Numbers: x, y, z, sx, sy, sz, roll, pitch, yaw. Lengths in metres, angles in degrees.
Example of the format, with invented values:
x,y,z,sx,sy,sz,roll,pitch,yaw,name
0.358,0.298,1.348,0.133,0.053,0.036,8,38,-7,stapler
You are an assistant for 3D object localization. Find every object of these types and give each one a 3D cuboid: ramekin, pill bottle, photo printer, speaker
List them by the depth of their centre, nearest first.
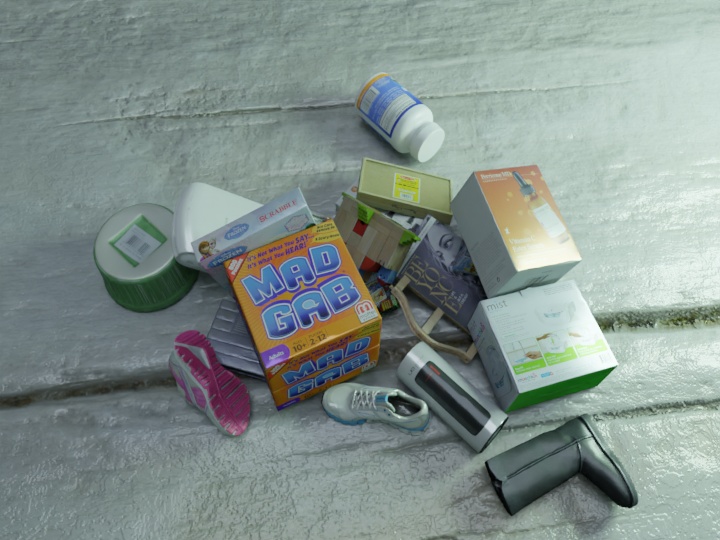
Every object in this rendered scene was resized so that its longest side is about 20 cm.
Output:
x,y,z,sx,sy,sz,roll,pitch,yaw,name
0.155,0.216,1.142,0.081,0.082,0.199,-41,67,-19,speaker
-0.263,-0.071,1.266,0.197,0.069,0.170,19,57,-30,photo printer
-0.419,-0.032,1.288,0.194,0.098,0.204,-1,60,1,ramekin
0.087,-0.328,1.431,0.111,0.113,0.200,-37,66,-18,pill bottle

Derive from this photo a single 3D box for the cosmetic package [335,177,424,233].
x,y,z,sx,sy,sz,roll,pitch,yaw,name
0.049,-0.102,1.340,0.198,0.051,0.083,34,66,19,cosmetic package

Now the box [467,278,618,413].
x,y,z,sx,sy,sz,roll,pitch,yaw,name
0.315,0.128,1.160,0.195,0.097,0.179,-12,60,-15,box

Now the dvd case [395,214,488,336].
x,y,z,sx,sy,sz,roll,pitch,yaw,name
0.170,0.006,1.265,0.198,0.016,0.150,37,66,3,dvd case

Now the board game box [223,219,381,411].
x,y,z,sx,sy,sz,roll,pitch,yaw,name
-0.095,0.079,1.122,0.196,0.201,0.203,-22,64,-12,board game box

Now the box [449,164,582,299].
x,y,z,sx,sy,sz,roll,pitch,yaw,name
0.275,-0.072,1.187,0.149,0.107,0.204,-10,67,-24,box

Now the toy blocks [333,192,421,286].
x,y,z,sx,sy,sz,roll,pitch,yaw,name
0.008,-0.042,1.228,0.198,0.099,0.139,32,100,30,toy blocks

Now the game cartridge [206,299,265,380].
x,y,z,sx,sy,sz,roll,pitch,yaw,name
-0.186,0.134,1.227,0.195,0.039,0.132,14,58,9,game cartridge

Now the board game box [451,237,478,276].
x,y,z,sx,sy,sz,roll,pitch,yaw,name
0.272,-0.043,1.271,0.199,0.062,0.200,40,57,4,board game box

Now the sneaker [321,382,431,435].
x,y,z,sx,sy,sz,roll,pitch,yaw,name
0.027,0.226,1.138,0.195,0.087,0.077,6,62,7,sneaker

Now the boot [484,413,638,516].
x,y,z,sx,sy,sz,roll,pitch,yaw,name
0.321,0.343,1.071,0.196,0.066,0.167,-20,53,-13,boot

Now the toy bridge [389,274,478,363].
x,y,z,sx,sy,sz,roll,pitch,yaw,name
0.126,0.097,1.202,0.199,0.027,0.067,43,57,4,toy bridge

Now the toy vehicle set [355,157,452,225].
x,y,z,sx,sy,sz,roll,pitch,yaw,name
0.092,-0.163,1.345,0.195,0.027,0.126,14,42,-3,toy vehicle set

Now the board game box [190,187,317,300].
x,y,z,sx,sy,sz,roll,pitch,yaw,name
-0.162,-0.036,1.132,0.197,0.200,0.042,-28,66,-1,board game box

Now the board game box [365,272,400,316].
x,y,z,sx,sy,sz,roll,pitch,yaw,name
0.000,0.000,1.273,0.103,0.023,0.204,-27,64,17,board game box

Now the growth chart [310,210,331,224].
x,y,z,sx,sy,sz,roll,pitch,yaw,name
-0.129,-0.045,1.295,0.142,0.018,0.204,20,59,-24,growth chart

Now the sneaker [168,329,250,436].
x,y,z,sx,sy,sz,roll,pitch,yaw,name
-0.269,0.207,1.167,0.081,0.088,0.202,-27,81,-44,sneaker
